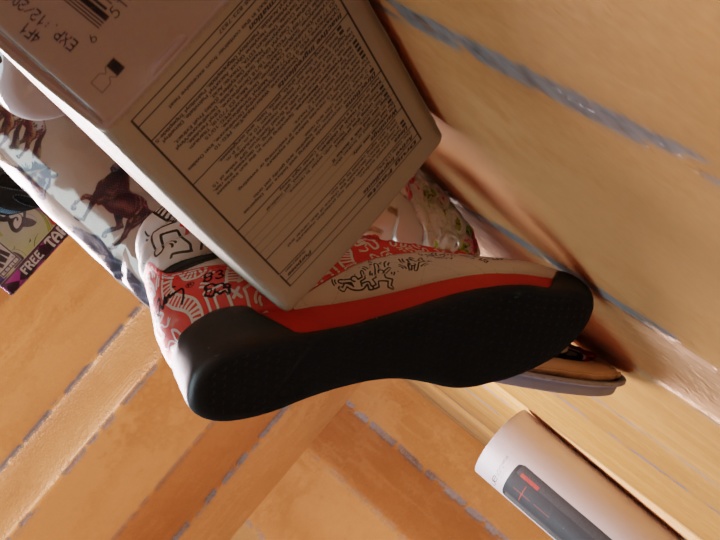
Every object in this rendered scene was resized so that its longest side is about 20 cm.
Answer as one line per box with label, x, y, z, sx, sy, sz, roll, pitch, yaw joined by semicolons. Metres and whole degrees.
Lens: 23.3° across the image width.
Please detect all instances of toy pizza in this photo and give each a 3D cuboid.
toy pizza;0.047;0.029;0.944;0.199;0.032;0.200;12;-176;-1

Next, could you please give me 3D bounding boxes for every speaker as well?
speaker;0.207;0.224;1.681;0.200;0.081;0.081;40;176;19

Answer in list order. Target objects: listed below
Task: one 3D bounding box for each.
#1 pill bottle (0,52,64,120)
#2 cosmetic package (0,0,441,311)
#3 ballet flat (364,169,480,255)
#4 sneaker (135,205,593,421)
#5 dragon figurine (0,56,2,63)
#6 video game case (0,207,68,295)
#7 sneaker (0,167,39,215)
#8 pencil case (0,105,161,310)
pill bottle;-0.208;-0.179;0.911;0.200;0.114;0.114;40;176;20
cosmetic package;-0.051;-0.072;0.640;0.087;0.103;0.200;39;174;23
ballet flat;-0.022;-0.044;0.838;0.200;0.076;0.064;41;-156;-15
sneaker;0.000;-0.001;0.781;0.067;0.200;0.108;105;147;-42
dragon figurine;-0.181;-0.163;0.791;0.199;0.100;0.059;29;169;-3
video game case;-0.219;-0.114;1.091;0.181;0.200;0.036;43;-177;-24
sneaker;-0.187;-0.075;1.065;0.082;0.199;0.074;-44;54;51
pencil case;-0.125;-0.045;0.980;0.200;0.089;0.078;43;147;-2
